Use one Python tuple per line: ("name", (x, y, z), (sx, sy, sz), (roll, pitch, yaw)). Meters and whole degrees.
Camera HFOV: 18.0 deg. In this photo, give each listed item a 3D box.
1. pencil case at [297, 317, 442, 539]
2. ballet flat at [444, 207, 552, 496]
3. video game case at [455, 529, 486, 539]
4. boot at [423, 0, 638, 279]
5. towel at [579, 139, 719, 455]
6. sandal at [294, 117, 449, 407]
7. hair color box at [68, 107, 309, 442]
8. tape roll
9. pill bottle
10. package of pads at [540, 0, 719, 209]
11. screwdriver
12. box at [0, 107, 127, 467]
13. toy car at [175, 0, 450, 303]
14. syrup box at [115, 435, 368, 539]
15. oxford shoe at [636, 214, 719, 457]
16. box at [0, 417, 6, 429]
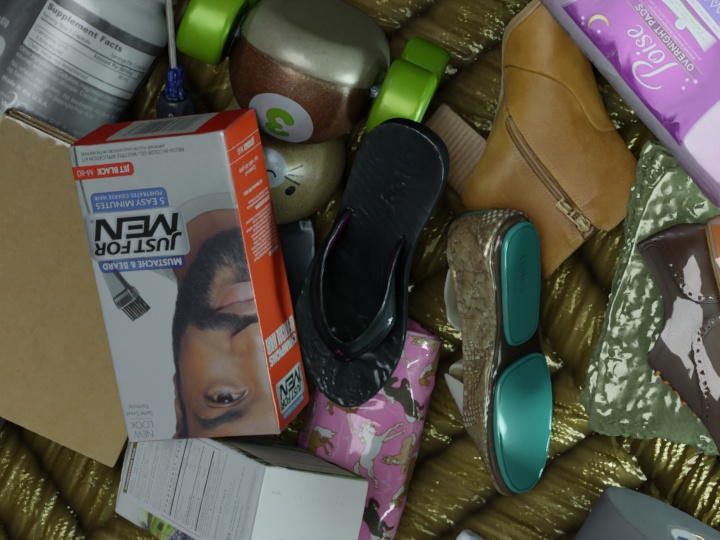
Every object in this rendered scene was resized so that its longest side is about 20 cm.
("pencil case", (-0.006, 0.120, 1.536), (0.086, 0.083, 0.201), (15, 95, -14))
("ballet flat", (0.088, 0.051, 1.516), (0.065, 0.070, 0.201), (14, 113, 41))
("video game case", (0.093, 0.308, 1.547), (0.182, 0.023, 0.200), (34, 100, 10))
("boot", (0.146, -0.106, 1.506), (0.144, 0.071, 0.201), (41, 103, 3))
("towel", (0.232, 0.022, 1.485), (0.148, 0.036, 0.201), (13, 96, 0))
("sandal", (-0.001, -0.001, 1.443), (0.075, 0.048, 0.201), (21, 115, 14))
("hair color box", (-0.109, 0.004, 1.456), (0.111, 0.064, 0.201), (-5, 107, 20))
("tape roll", (0.222, 0.216, 1.421), (0.200, 0.200, 0.066), (32, 99, 11))
("pill bottle", (-0.201, -0.150, 1.559), (0.114, 0.114, 0.200), (34, 98, 11))
("package of pads", (0.209, -0.146, 1.416), (0.120, 0.076, 0.200), (-41, 86, 10))
("screwdriver", (-0.124, -0.149, 1.528), (0.029, 0.028, 0.200), (35, 141, 29))
("box", (-0.200, 0.014, 1.524), (0.163, 0.021, 0.200), (25, 107, -2))
("toy car", (-0.056, -0.081, 1.517), (0.164, 0.158, 0.201), (24, 108, 2))
("syrup box", (-0.082, 0.149, 1.495), (0.079, 0.200, 0.082), (11, 92, -31))
("oxford shoe", (0.222, 0.068, 1.444), (0.073, 0.071, 0.201), (-11, 88, 11))
("box", (-0.348, 0.068, 1.633), (0.200, 0.048, 0.159), (34, 98, 11))
